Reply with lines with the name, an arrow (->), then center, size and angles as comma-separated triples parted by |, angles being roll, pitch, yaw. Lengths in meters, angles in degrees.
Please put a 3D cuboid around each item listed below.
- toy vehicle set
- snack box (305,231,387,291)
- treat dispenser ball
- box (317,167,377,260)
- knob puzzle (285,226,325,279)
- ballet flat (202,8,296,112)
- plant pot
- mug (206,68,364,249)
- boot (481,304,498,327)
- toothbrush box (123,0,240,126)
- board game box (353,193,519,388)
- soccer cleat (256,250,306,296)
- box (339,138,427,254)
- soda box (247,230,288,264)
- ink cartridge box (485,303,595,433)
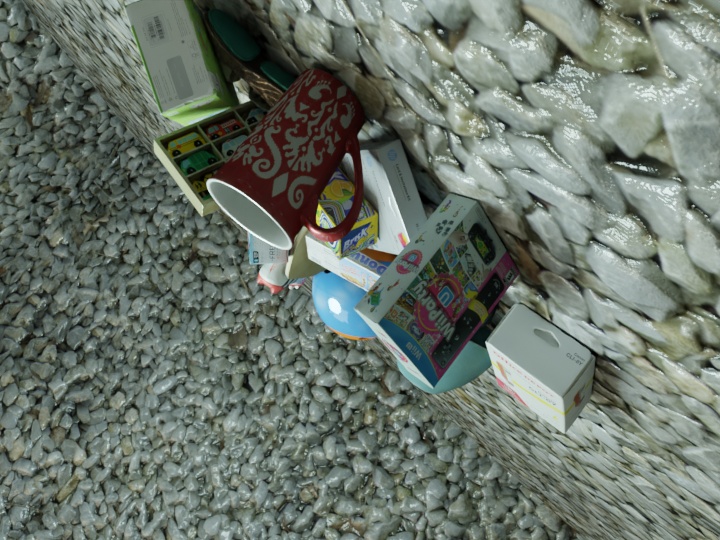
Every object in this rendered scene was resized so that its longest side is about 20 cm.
toy vehicle set -> -0.175, -0.169, 0.877 | 0.125, 0.198, 0.027 | 49, 147, 13
snack box -> 0.000, 0.000, 0.995 | 0.197, 0.025, 0.072 | 29, 153, 14
treat dispenser ball -> 0.000, 0.037, 1.239 | 0.200, 0.202, 0.201 | 40, 169, 9
box -> -0.053, -0.113, 0.925 | 0.201, 0.069, 0.065 | 52, 155, 34
knob puzzle -> -0.061, -0.064, 1.077 | 0.030, 0.219, 0.220 | 43, 171, 21
ballet flat -> -0.159, -0.285, 0.890 | 0.200, 0.068, 0.067 | 44, 131, 0
plant pot -> 0.138, 0.138, 1.106 | 0.197, 0.136, 0.201 | 30, -167, -8
mug -> -0.073, -0.136, 0.807 | 0.176, 0.202, 0.133 | 38, 162, -15
boot -> 0.147, 0.013, 0.958 | 0.166, 0.077, 0.201 | 30, 153, -2
toothbrush box -> -0.246, -0.295, 0.895 | 0.200, 0.084, 0.149 | -83, -25, -83
board game box -> 0.105, 0.027, 0.807 | 0.148, 0.201, 0.064 | 48, 167, -35
soccer cleat -> -0.132, -0.011, 1.147 | 0.068, 0.086, 0.200 | 33, -167, 6
box -> 0.024, -0.104, 0.895 | 0.199, 0.041, 0.159 | 19, 132, 68
soda box -> -0.164, -0.080, 1.076 | 0.201, 0.067, 0.065 | -115, 24, -64
ink cartridge box -> 0.285, 0.159, 0.977 | 0.144, 0.084, 0.201 | 36, 168, 31
